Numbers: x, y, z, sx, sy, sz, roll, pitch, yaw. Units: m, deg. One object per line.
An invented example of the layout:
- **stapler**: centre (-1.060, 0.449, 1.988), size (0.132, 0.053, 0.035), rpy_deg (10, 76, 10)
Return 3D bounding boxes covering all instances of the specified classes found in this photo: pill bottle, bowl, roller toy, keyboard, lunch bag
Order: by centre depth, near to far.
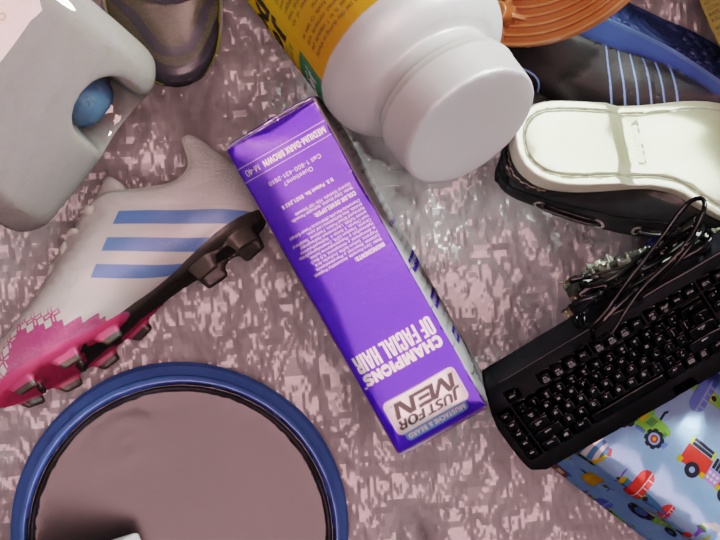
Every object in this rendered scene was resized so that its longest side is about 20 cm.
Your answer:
- **keyboard**: centre (0.157, 0.036, 1.363), size (0.200, 0.040, 0.104), rpy_deg (-32, 117, 9)
- **roller toy**: centre (-0.213, -0.125, 1.389), size (0.182, 0.200, 0.140), rpy_deg (39, 88, -34)
- **pill bottle**: centre (0.009, -0.147, 1.396), size (0.113, 0.113, 0.200), rpy_deg (-35, 61, -3)
- **bowl**: centre (-0.105, 0.154, 1.473), size (0.200, 0.039, 0.201), rpy_deg (0, 92, -4)
- **lunch bag**: centre (0.209, 0.058, 1.480), size (0.150, 0.094, 0.200), rpy_deg (37, 76, -2)

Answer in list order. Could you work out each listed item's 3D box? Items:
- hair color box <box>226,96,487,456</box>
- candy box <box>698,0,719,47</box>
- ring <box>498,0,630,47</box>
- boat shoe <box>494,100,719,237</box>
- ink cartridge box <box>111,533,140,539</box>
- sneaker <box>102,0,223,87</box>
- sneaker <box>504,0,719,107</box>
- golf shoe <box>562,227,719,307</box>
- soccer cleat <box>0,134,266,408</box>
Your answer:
- **hair color box**: centre (0.000, 0.000, 1.439), size (0.065, 0.109, 0.200), rpy_deg (-31, 92, 4)
- **candy box**: centre (0.244, -0.186, 1.450), size (0.117, 0.056, 0.200), rpy_deg (-24, 90, -40)
- **ring**: centre (0.099, -0.226, 1.428), size (0.200, 0.019, 0.201), rpy_deg (-8, 76, 33)
- **boat shoe**: centre (0.169, -0.051, 1.437), size (0.199, 0.066, 0.075), rpy_deg (1, 68, -21)
- **ink cartridge box**: centre (-0.218, 0.222, 1.386), size (0.200, 0.146, 0.085), rpy_deg (-19, 91, 15)
- **sneaker**: centre (-0.120, -0.205, 1.442), size (0.074, 0.081, 0.201), rpy_deg (-9, 92, -4)
- **sneaker**: centre (0.164, -0.106, 1.478), size (0.200, 0.070, 0.078), rpy_deg (26, 115, -12)
- **golf shoe**: centre (0.213, 0.020, 1.414), size (0.199, 0.077, 0.088), rpy_deg (-3, 81, -19)
- **soccer cleat**: centre (-0.149, 0.000, 1.459), size (0.200, 0.070, 0.086), rpy_deg (-35, 78, -5)
